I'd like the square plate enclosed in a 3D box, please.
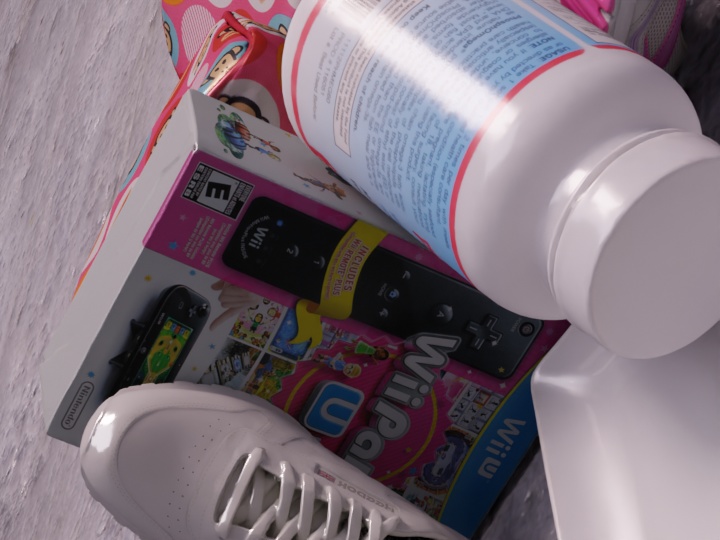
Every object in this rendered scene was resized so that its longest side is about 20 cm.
[{"bbox_3d":[0.139,0.047,0.798,0.200,0.028,0.198,-52,27,32],"label":"square plate"}]

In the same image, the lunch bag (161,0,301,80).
[{"bbox_3d":[-0.039,-0.157,1.226,0.176,0.082,0.200,54,140,39],"label":"lunch bag"}]

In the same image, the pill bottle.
[{"bbox_3d":[0.061,-0.049,0.835,0.200,0.109,0.109,42,109,45],"label":"pill bottle"}]

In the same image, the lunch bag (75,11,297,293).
[{"bbox_3d":[-0.085,-0.034,1.116,0.200,0.082,0.176,-62,15,7],"label":"lunch bag"}]

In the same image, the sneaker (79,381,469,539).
[{"bbox_3d":[-0.019,0.103,0.876,0.076,0.200,0.080,-65,20,-5],"label":"sneaker"}]

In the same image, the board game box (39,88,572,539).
[{"bbox_3d":[-0.018,0.032,0.935,0.148,0.200,0.064,-60,22,19],"label":"board game box"}]

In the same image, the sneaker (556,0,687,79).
[{"bbox_3d":[0.099,-0.088,0.960,0.081,0.088,0.200,55,148,20],"label":"sneaker"}]
